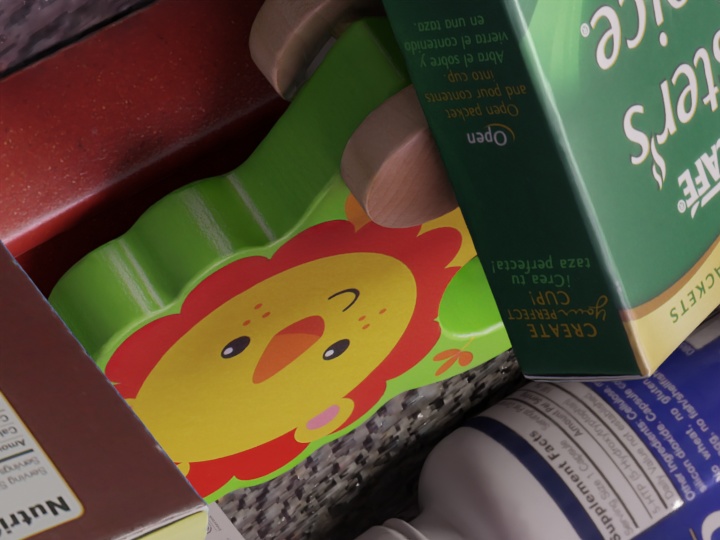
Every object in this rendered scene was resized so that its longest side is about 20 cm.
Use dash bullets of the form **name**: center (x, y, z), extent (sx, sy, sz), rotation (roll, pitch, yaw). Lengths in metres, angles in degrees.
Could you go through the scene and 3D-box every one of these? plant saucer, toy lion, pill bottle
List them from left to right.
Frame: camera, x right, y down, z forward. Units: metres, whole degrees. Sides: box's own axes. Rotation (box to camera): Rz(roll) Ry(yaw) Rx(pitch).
- **plant saucer**: center (-0.055, 0.003, 0.770), extent (0.200, 0.037, 0.200), rotation (-30, 148, -20)
- **toy lion**: center (0.000, 0.000, 0.743), extent (0.200, 0.069, 0.192), rotation (-3, 139, -47)
- **pill bottle**: center (0.091, 0.095, 0.969), extent (0.200, 0.120, 0.120), rotation (-32, 148, -15)

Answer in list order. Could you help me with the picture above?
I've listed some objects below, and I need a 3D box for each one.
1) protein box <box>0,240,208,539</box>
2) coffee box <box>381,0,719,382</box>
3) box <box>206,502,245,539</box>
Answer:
- **protein box**: center (-0.156, 0.070, 0.580), extent (0.135, 0.200, 0.199), rotation (-19, 142, -33)
- **coffee box**: center (0.056, -0.087, 0.639), extent (0.123, 0.044, 0.200), rotation (-39, 116, -42)
- **box**: center (-0.081, 0.183, 0.890), extent (0.060, 0.117, 0.200), rotation (-12, 139, -40)
